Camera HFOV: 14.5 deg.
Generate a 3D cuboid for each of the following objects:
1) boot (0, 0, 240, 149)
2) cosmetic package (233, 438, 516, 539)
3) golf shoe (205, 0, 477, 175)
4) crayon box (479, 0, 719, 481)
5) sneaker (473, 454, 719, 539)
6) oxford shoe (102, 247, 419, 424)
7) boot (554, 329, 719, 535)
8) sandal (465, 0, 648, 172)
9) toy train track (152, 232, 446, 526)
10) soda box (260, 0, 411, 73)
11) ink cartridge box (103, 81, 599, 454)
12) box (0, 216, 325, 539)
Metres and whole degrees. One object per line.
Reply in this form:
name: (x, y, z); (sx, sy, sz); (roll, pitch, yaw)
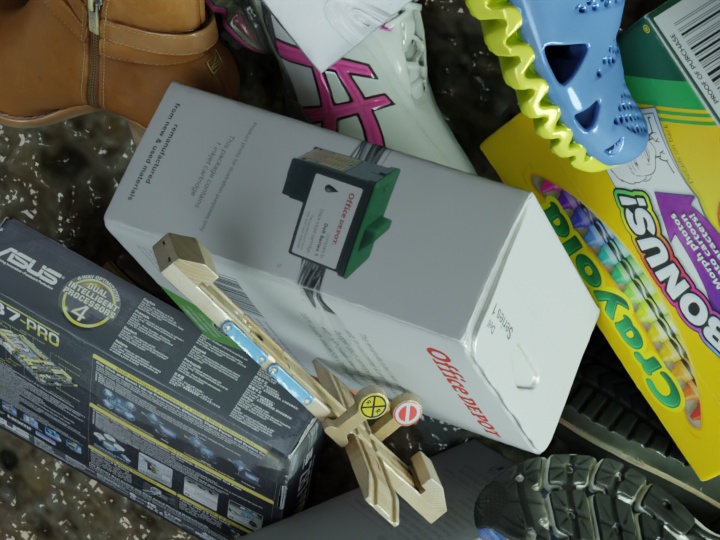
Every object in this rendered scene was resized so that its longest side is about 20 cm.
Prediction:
boot: (-0.148, -0.129, 1.408); (0.199, 0.077, 0.156); (32, 154, 23)
cosmetic package: (0.020, 0.225, 1.461); (0.123, 0.199, 0.200); (27, 135, 64)
golf shoe: (-0.001, -0.109, 1.403); (0.092, 0.073, 0.200); (-36, 95, 30)
crayon box: (0.164, -0.016, 1.326); (0.201, 0.058, 0.172); (57, 150, 2)
sneaker: (0.135, 0.158, 1.381); (0.199, 0.079, 0.089); (26, 135, -21)
oxford shoe: (-0.044, 0.016, 1.496); (0.199, 0.071, 0.073); (20, 87, 21)
boot: (0.131, 0.121, 1.455); (0.199, 0.077, 0.139); (31, 126, 9)
sandal: (0.086, -0.128, 1.212); (0.087, 0.080, 0.200); (-25, 125, 7)
toy train track: (-0.018, 0.045, 1.290); (0.032, 0.115, 0.200); (-40, 123, 10)
soda box: (0.041, -0.181, 1.320); (0.200, 0.068, 0.064); (-38, 95, 12)
ink cartridge box: (0.000, 0.000, 1.348); (0.199, 0.085, 0.146); (18, 163, 24)
box: (-0.117, 0.071, 1.509); (0.199, 0.049, 0.161); (28, 153, 11)
